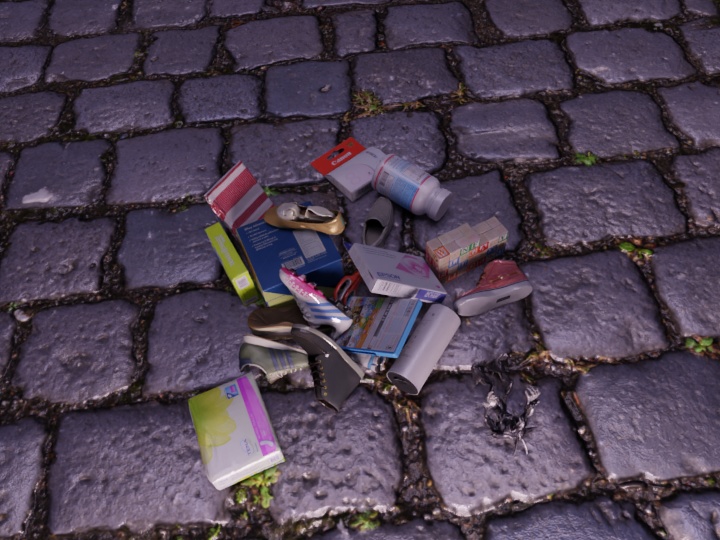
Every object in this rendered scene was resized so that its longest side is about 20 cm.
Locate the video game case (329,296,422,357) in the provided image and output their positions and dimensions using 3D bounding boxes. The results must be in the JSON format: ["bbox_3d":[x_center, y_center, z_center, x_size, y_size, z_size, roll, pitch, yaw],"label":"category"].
[{"bbox_3d":[0.026,0.120,1.318,0.199,0.018,0.144,0,50,40],"label":"video game case"}]

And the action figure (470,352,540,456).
[{"bbox_3d":[0.297,0.269,1.226,0.118,0.102,0.201,-8,53,-15],"label":"action figure"}]

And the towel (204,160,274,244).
[{"bbox_3d":[-0.287,-0.155,1.515,0.023,0.200,0.144,5,48,46],"label":"towel"}]

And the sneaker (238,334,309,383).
[{"bbox_3d":[-0.177,0.209,1.331,0.199,0.067,0.090,14,76,4],"label":"sneaker"}]

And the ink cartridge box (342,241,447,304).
[{"bbox_3d":[0.077,-0.009,1.382,0.195,0.043,0.200,10,32,-31],"label":"ink cartridge box"}]

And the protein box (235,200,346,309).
[{"bbox_3d":[-0.166,-0.026,1.442,0.198,0.135,0.201,-23,57,-11],"label":"protein box"}]

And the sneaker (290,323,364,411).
[{"bbox_3d":[-0.085,0.205,1.261,0.200,0.075,0.107,43,63,-19],"label":"sneaker"}]

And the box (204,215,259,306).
[{"bbox_3d":[-0.316,-0.024,1.460,0.047,0.122,0.200,-28,58,-12],"label":"box"}]

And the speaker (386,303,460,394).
[{"bbox_3d":[0.140,0.171,1.317,0.081,0.081,0.200,26,60,20],"label":"speaker"}]

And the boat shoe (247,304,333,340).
[{"bbox_3d":[-0.157,0.124,1.380,0.198,0.067,0.074,1,51,-3],"label":"boat shoe"}]

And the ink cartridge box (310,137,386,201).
[{"bbox_3d":[-0.024,-0.299,1.676,0.162,0.057,0.200,-36,65,-19],"label":"ink cartridge box"}]

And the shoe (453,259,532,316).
[{"bbox_3d":[0.296,0.038,1.408,0.199,0.072,0.091,-15,54,-13],"label":"shoe"}]

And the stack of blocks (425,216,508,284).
[{"bbox_3d":[0.255,-0.054,1.444,0.199,0.115,0.059,-25,57,-14],"label":"stack of blocks"}]

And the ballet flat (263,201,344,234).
[{"bbox_3d":[-0.132,-0.132,1.393,0.199,0.063,0.069,9,55,9],"label":"ballet flat"}]

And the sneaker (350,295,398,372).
[{"bbox_3d":[0.032,0.129,1.362,0.086,0.075,0.201,11,56,19],"label":"sneaker"}]

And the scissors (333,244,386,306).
[{"bbox_3d":[0.000,0.000,1.437,0.014,0.073,0.201,13,65,45],"label":"scissors"}]

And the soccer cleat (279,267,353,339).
[{"bbox_3d":[-0.108,0.075,1.309,0.200,0.070,0.087,36,92,-11],"label":"soccer cleat"}]

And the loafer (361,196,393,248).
[{"bbox_3d":[0.043,-0.115,1.528,0.069,0.070,0.201,7,56,9],"label":"loafer"}]

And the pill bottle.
[{"bbox_3d":[0.135,-0.214,1.563,0.199,0.109,0.109,34,64,18],"label":"pill bottle"}]

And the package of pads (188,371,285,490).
[{"bbox_3d":[-0.262,0.331,1.243,0.154,0.068,0.201,-22,56,-11],"label":"package of pads"}]
